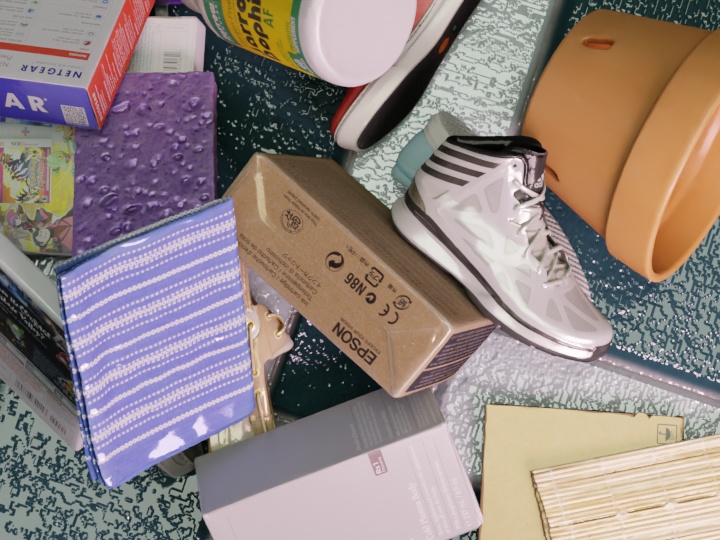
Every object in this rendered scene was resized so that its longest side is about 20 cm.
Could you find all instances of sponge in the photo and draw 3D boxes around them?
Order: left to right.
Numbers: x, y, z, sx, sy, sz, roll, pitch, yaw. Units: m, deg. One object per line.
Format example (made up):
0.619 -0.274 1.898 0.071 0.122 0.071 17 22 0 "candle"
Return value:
-0.165 -0.058 1.210 0.110 0.030 0.202 -2 71 0 "sponge"

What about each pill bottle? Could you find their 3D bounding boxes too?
-0.060 -0.223 1.236 0.199 0.113 0.113 27 83 42 "pill bottle"

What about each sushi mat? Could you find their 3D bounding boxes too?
0.240 0.185 1.233 0.198 0.012 0.097 -10 81 -2 "sushi mat"

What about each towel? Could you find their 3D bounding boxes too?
-0.143 0.056 1.136 0.144 0.201 0.024 -24 41 -26 "towel"

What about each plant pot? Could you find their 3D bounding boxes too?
0.218 -0.113 1.217 0.140 0.200 0.201 31 84 22 "plant pot"

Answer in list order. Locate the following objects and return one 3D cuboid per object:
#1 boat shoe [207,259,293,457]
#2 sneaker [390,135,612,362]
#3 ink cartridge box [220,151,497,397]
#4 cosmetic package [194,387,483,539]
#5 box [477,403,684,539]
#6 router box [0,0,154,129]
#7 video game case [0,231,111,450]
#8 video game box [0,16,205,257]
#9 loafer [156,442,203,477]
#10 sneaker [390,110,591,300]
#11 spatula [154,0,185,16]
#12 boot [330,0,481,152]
-0.088 0.061 1.260 0.069 0.074 0.202 0 92 -1 "boat shoe"
0.125 -0.026 1.180 0.200 0.076 0.116 38 122 8 "sneaker"
0.000 0.000 1.200 0.200 0.165 0.075 42 103 14 "ink cartridge box"
-0.020 0.172 1.214 0.199 0.090 0.107 -23 118 -2 "cosmetic package"
0.173 0.211 1.249 0.162 0.021 0.202 4 83 3 "box"
-0.275 -0.206 1.244 0.198 0.049 0.181 9 56 12 "router box"
-0.273 0.035 1.219 0.200 0.182 0.023 43 59 7 "video game case"
-0.224 -0.108 1.286 0.180 0.047 0.202 4 87 5 "video game box"
-0.163 0.066 1.241 0.069 0.070 0.201 -17 103 13 "loafer"
0.104 -0.031 1.272 0.082 0.074 0.200 -40 87 27 "sneaker"
-0.167 -0.183 1.316 0.056 0.021 0.202 3 87 10 "spatula"
0.001 -0.208 1.295 0.144 0.072 0.201 32 84 13 "boot"
